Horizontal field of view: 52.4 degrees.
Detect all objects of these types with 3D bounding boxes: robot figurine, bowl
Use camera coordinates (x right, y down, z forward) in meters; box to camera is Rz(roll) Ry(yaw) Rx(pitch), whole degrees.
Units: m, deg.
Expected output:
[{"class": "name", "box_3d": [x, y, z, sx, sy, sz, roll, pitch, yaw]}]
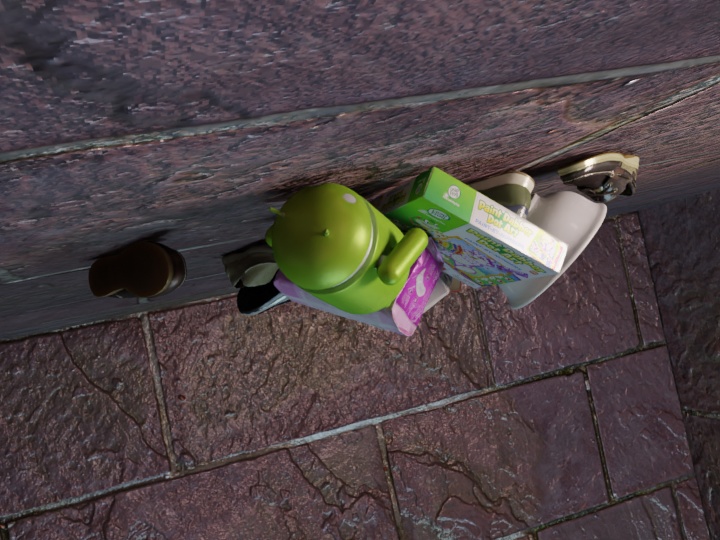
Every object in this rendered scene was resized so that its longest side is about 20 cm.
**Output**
[{"class": "robot figurine", "box_3d": [-0.019, -0.021, 0.794, 0.175, 0.116, 0.200, 20, 173, 31]}, {"class": "bowl", "box_3d": [0.255, -0.048, 1.064, 0.201, 0.090, 0.201, -49, -179, 1]}]

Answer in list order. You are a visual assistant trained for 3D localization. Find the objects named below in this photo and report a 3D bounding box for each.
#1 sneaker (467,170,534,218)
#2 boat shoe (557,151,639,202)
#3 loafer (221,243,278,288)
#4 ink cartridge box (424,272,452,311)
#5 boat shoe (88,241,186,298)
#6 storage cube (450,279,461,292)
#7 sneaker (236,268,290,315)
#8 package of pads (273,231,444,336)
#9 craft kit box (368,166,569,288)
[{"class": "sneaker", "box_3d": [0.153, -0.069, 1.038, 0.199, 0.090, 0.067, -18, 139, 43]}, {"class": "boat shoe", "box_3d": [0.354, -0.133, 1.058, 0.199, 0.065, 0.073, -10, 177, -44]}, {"class": "loafer", "box_3d": [-0.171, -0.010, 1.277, 0.076, 0.068, 0.199, -14, -178, -36]}, {"class": "ink cartridge box", "box_3d": [0.066, -0.012, 1.118, 0.084, 0.145, 0.200, -37, 179, 10]}, {"class": "boat shoe", "box_3d": [-0.276, 0.001, 0.946, 0.070, 0.071, 0.199, 0, 179, -45]}, {"class": "storage cube", "box_3d": [0.319, 0.014, 3.228, 0.170, 0.202, 0.179, -11, -176, -37]}, {"class": "sneaker", "box_3d": [-0.134, 0.040, 1.334, 0.199, 0.072, 0.083, -23, 146, 25]}, {"class": "package of pads", "box_3d": [-0.004, 0.002, 0.951, 0.199, 0.121, 0.076, 14, 157, 32]}, {"class": "craft kit box", "box_3d": [0.123, -0.045, 0.924, 0.199, 0.049, 0.197, 27, 162, -16]}]
